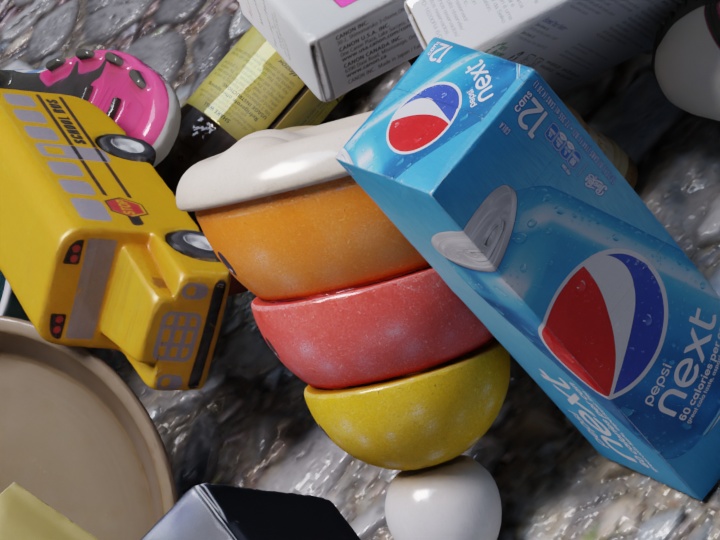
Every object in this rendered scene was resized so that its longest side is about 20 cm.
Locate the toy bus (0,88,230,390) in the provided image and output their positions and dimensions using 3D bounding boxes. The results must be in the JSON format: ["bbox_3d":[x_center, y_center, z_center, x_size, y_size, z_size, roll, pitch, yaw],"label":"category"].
[{"bbox_3d":[-0.128,-0.018,1.217,0.200,0.078,0.065,50,129,54],"label":"toy bus"}]

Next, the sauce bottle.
[{"bbox_3d":[-0.066,-0.076,1.381,0.200,0.065,0.065,-48,32,-6],"label":"sauce bottle"}]

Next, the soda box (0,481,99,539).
[{"bbox_3d":[-0.176,0.176,0.995,0.064,0.068,0.200,29,54,26],"label":"soda box"}]

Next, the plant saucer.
[{"bbox_3d":[-0.178,0.120,1.199,0.200,0.200,0.029,-40,-10,4],"label":"plant saucer"}]

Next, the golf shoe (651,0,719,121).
[{"bbox_3d":[0.188,-0.071,1.092,0.200,0.077,0.088,8,66,53],"label":"golf shoe"}]

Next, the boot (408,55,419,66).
[{"bbox_3d":[0.100,-0.171,1.274,0.138,0.078,0.200,-16,27,31],"label":"boot"}]

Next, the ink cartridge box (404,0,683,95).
[{"bbox_3d":[0.135,-0.139,1.133,0.200,0.043,0.196,-28,-8,13],"label":"ink cartridge box"}]

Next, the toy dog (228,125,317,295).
[{"bbox_3d":[0.000,0.000,1.182,0.096,0.132,0.200,-35,15,-32],"label":"toy dog"}]

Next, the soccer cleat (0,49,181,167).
[{"bbox_3d":[-0.145,-0.074,1.381,0.200,0.086,0.070,7,71,49],"label":"soccer cleat"}]

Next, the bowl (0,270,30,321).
[{"bbox_3d":[-0.225,0.078,1.336,0.201,0.105,0.201,-28,36,22],"label":"bowl"}]

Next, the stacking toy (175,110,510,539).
[{"bbox_3d":[0.016,0.031,1.063,0.146,0.200,0.146,-15,4,1],"label":"stacking toy"}]

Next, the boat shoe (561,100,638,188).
[{"bbox_3d":[0.041,-0.053,1.238,0.200,0.065,0.071,-5,48,44],"label":"boat shoe"}]

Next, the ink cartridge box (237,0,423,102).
[{"bbox_3d":[0.026,-0.180,1.241,0.200,0.044,0.174,-28,45,-12],"label":"ink cartridge box"}]

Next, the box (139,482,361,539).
[{"bbox_3d":[-0.058,0.198,0.928,0.200,0.107,0.148,-46,66,13],"label":"box"}]

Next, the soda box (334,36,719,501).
[{"bbox_3d":[0.081,0.002,0.999,0.064,0.200,0.068,-51,35,-11],"label":"soda box"}]
